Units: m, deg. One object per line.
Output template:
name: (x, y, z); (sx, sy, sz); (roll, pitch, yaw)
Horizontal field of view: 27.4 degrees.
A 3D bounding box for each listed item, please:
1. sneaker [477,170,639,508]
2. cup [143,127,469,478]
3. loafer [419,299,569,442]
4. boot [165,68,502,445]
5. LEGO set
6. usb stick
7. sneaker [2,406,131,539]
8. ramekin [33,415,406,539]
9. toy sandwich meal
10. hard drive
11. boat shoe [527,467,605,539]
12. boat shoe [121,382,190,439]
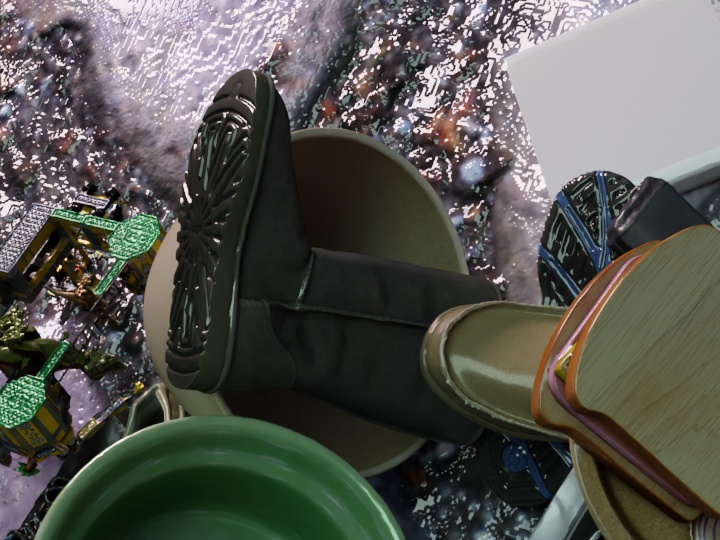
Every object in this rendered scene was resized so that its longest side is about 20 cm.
sneaker: (0.130, 0.045, 0.859); (0.075, 0.077, 0.201); (24, 96, 31)
cup: (-0.052, 0.026, 0.893); (0.143, 0.200, 0.201); (-10, 60, 52)
loafer: (0.130, 0.057, 0.770); (0.199, 0.067, 0.076); (13, 71, 3)
boot: (-0.001, -0.001, 0.802); (0.072, 0.199, 0.183); (15, 95, 60)
LEGO set: (-0.191, 0.055, 0.972); (0.153, 0.116, 0.201); (6, 54, 27)
usb stick: (0.214, 0.031, 0.791); (0.200, 0.033, 0.055); (44, 55, 0)
sneaker: (-0.187, 0.175, 0.931); (0.073, 0.082, 0.201); (10, 71, 29)
ramekin: (-0.075, 0.184, 0.752); (0.199, 0.098, 0.201); (7, 62, -13)
toy sandwich meal: (0.188, 0.068, 0.697); (0.204, 0.070, 0.206); (1, 74, -2)
hard drive: (0.201, -0.115, 0.923); (0.199, 0.027, 0.133); (-22, 61, 13)
boat shoe: (0.157, 0.119, 0.820); (0.066, 0.070, 0.200); (35, 78, 18)
boat shoe: (-0.134, 0.146, 0.871); (0.075, 0.069, 0.200); (-29, 22, 24)
